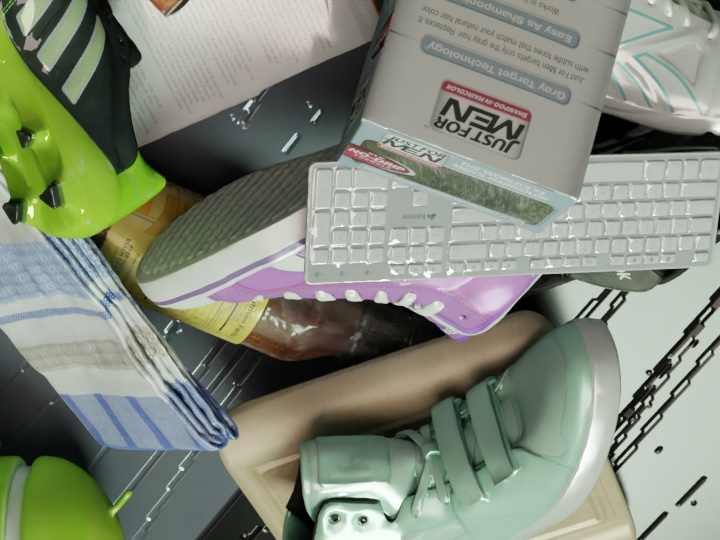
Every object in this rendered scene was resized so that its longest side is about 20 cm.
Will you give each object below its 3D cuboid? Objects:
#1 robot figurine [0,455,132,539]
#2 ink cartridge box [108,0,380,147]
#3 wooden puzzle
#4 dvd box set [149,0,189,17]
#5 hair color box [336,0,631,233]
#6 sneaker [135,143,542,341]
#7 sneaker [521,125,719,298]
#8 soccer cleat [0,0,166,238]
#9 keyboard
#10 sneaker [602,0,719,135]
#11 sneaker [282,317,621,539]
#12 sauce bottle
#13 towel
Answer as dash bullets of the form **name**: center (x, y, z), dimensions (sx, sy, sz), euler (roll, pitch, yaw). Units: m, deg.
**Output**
- **robot figurine**: center (-0.216, 0.160, 0.983), dimensions (0.198, 0.116, 0.177), euler (-3, 109, 1)
- **ink cartridge box**: center (-0.098, -0.126, 0.876), dimensions (0.199, 0.050, 0.110), euler (-22, 114, 9)
- **wooden puzzle**: center (0.040, 0.113, 0.988), dimensions (0.183, 0.037, 0.201), euler (-19, 132, 8)
- **dvd box set**: center (-0.103, -0.233, 0.798), dimensions (0.146, 0.029, 0.200), euler (-42, 95, 14)
- **hair color box**: center (0.067, -0.130, 0.803), dimensions (0.098, 0.061, 0.202), euler (19, 73, -8)
- **sneaker**: center (0.000, 0.000, 0.868), dimensions (0.199, 0.073, 0.115), euler (-20, 117, 11)
- **sneaker**: center (0.112, -0.022, 0.908), dimensions (0.198, 0.091, 0.067), euler (-21, 115, 10)
- **soccer cleat**: center (-0.144, -0.114, 0.814), dimensions (0.067, 0.081, 0.202), euler (-9, 101, 41)
- **keyboard**: center (0.072, -0.025, 0.831), dimensions (0.198, 0.011, 0.057), euler (-2, 116, -15)
- **sneaker**: center (0.131, -0.112, 0.875), dimensions (0.198, 0.071, 0.081), euler (3, 115, -2)
- **sneaker**: center (0.037, 0.092, 0.888), dimensions (0.117, 0.074, 0.201), euler (12, 132, -27)
- **sauce bottle**: center (-0.056, 0.006, 0.937), dimensions (0.199, 0.066, 0.066), euler (22, 115, -18)
- **towel**: center (-0.157, 0.017, 0.911), dimensions (0.146, 0.024, 0.201), euler (-6, 127, 54)
